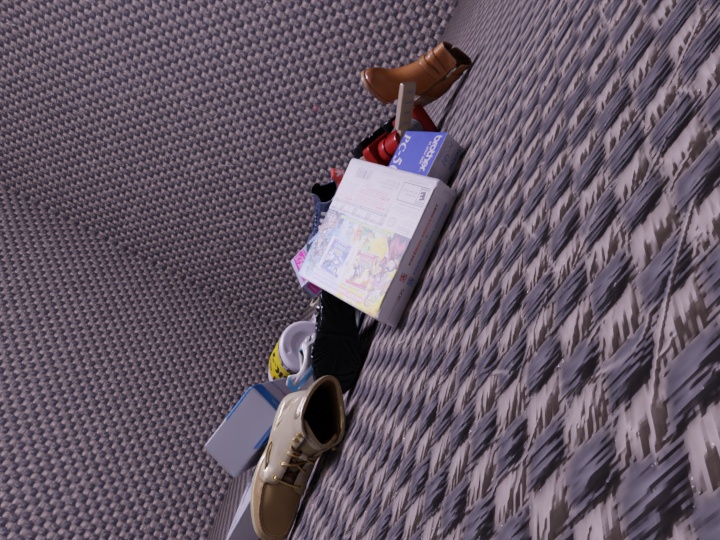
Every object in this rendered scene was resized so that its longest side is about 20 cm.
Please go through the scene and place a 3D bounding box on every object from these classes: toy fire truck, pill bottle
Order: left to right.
[{"bbox_3d":[-0.140,0.199,1.500,0.116,0.112,0.201,-67,5,-30],"label":"pill bottle"},{"bbox_3d":[0.087,-0.284,1.350,0.176,0.130,0.199,-42,8,-36],"label":"toy fire truck"}]

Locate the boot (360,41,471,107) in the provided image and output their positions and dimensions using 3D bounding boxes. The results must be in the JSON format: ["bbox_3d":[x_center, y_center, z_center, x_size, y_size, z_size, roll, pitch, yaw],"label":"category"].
[{"bbox_3d":[0.110,-0.395,1.345,0.154,0.197,0.075,-30,69,45],"label":"boot"}]

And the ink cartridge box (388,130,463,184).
[{"bbox_3d":[0.062,-0.098,0.966,0.093,0.044,0.203,16,76,52],"label":"ink cartridge box"}]

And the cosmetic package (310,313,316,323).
[{"bbox_3d":[-0.128,0.196,1.764,0.200,0.051,0.154,173,120,-84],"label":"cosmetic package"}]

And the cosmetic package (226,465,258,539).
[{"bbox_3d":[-0.160,0.366,1.165,0.152,0.051,0.202,-75,12,-55],"label":"cosmetic package"}]

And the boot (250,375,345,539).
[{"bbox_3d":[-0.080,0.244,0.883,0.155,0.071,0.204,-41,31,59],"label":"boot"}]

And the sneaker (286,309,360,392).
[{"bbox_3d":[-0.059,0.129,1.183,0.203,0.079,0.077,-66,4,-26],"label":"sneaker"}]

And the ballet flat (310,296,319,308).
[{"bbox_3d":[-0.067,0.017,1.318,0.202,0.061,0.068,104,-171,-47],"label":"ballet flat"}]

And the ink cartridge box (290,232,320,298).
[{"bbox_3d":[-0.037,-0.054,1.217,0.200,0.042,0.120,-44,28,5],"label":"ink cartridge box"}]

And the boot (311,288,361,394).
[{"bbox_3d":[-0.042,0.124,1.049,0.164,0.071,0.202,101,170,-57],"label":"boot"}]

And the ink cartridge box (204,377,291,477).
[{"bbox_3d":[-0.189,0.292,1.303,0.145,0.084,0.200,-52,-10,4],"label":"ink cartridge box"}]

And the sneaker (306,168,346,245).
[{"bbox_3d":[-0.074,-0.123,1.366,0.201,0.083,0.076,-55,29,31],"label":"sneaker"}]

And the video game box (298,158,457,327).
[{"bbox_3d":[0.016,-0.044,0.901,0.199,0.046,0.185,25,87,52],"label":"video game box"}]
